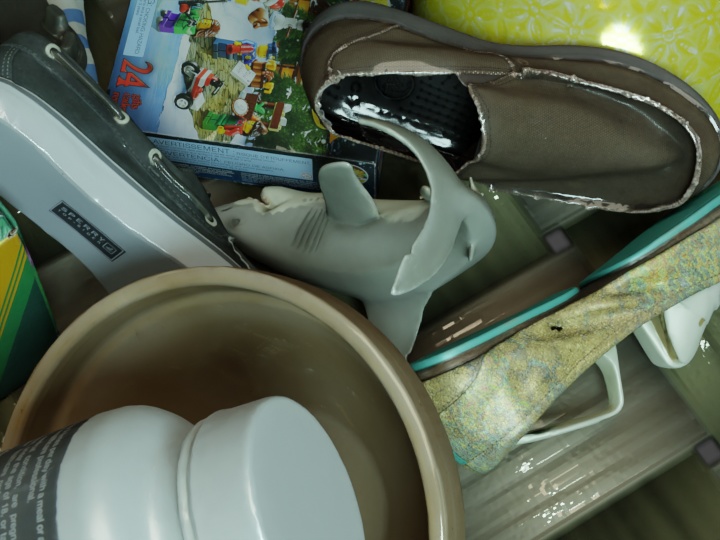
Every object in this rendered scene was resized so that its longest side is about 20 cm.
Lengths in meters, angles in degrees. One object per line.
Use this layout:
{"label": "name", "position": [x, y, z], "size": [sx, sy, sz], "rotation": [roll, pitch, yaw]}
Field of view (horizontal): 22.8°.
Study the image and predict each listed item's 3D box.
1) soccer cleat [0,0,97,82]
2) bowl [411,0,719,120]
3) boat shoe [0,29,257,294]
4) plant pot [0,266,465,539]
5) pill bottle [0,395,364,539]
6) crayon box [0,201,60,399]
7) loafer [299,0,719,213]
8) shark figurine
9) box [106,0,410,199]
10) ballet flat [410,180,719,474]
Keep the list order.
{"label": "soccer cleat", "position": [-0.167, -0.112, 0.876], "size": [0.069, 0.087, 0.201], "rotation": [-7, 39, -9]}
{"label": "bowl", "position": [0.124, -0.151, 0.865], "size": [0.198, 0.108, 0.202], "rotation": [0, 62, 0]}
{"label": "boat shoe", "position": [-0.092, -0.024, 0.780], "size": [0.200, 0.068, 0.057], "rotation": [44, 52, -23]}
{"label": "plant pot", "position": [-0.042, 0.100, 0.723], "size": [0.199, 0.093, 0.203], "rotation": [0, 89, 24]}
{"label": "pill bottle", "position": [-0.102, 0.113, 0.639], "size": [0.198, 0.111, 0.112], "rotation": [-21, 60, 22]}
{"label": "crayon box", "position": [-0.229, 0.048, 0.760], "size": [0.199, 0.119, 0.058], "rotation": [-37, 68, -17]}
{"label": "loafer", "position": [0.064, -0.061, 0.802], "size": [0.198, 0.074, 0.071], "rotation": [12, 34, 5]}
{"label": "shark figurine", "position": [0.019, 0.002, 0.771], "size": [0.127, 0.214, 0.091], "rotation": [13, 82, -22]}
{"label": "box", "position": [-0.043, -0.138, 0.899], "size": [0.135, 0.038, 0.202], "rotation": [7, 63, 5]}
{"label": "ballet flat", "position": [0.112, 0.026, 0.801], "size": [0.199, 0.071, 0.071], "rotation": [-30, 66, -19]}
